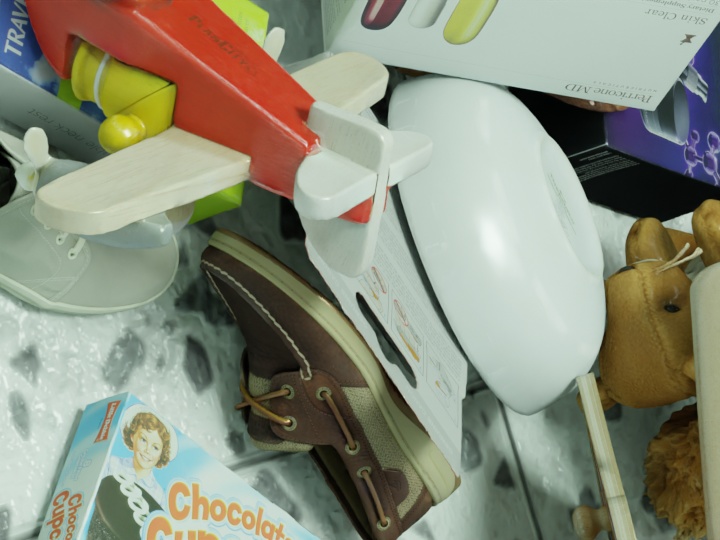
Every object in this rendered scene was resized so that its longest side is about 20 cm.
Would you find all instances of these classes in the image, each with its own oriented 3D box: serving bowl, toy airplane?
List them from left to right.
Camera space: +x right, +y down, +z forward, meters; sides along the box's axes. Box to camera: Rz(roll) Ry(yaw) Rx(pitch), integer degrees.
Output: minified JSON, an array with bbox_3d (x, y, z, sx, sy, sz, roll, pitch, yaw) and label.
[{"bbox_3d":[-0.069,-0.062,1.377,0.200,0.141,0.199,16,38,-24],"label":"toy airplane"},{"bbox_3d":[0.088,-0.024,1.605,0.200,0.066,0.200,55,22,-36],"label":"serving bowl"}]

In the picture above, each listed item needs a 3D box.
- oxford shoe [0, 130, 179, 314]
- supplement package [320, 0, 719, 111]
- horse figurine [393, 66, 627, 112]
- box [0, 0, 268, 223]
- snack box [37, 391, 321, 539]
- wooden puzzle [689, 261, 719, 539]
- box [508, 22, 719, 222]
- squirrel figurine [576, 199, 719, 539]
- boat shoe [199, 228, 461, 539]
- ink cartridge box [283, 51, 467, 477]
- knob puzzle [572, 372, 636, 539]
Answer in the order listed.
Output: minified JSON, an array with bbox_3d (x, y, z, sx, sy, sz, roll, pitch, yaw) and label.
[{"bbox_3d":[-0.157,-0.029,1.400,0.200,0.058,0.075,24,57,-43],"label":"oxford shoe"},{"bbox_3d":[0.086,-0.193,1.589,0.200,0.111,0.156,8,56,-17],"label":"supplement package"},{"bbox_3d":[0.066,-0.152,1.666,0.200,0.050,0.133,-1,77,-23],"label":"horse figurine"},{"bbox_3d":[-0.136,-0.119,1.463,0.200,0.048,0.122,30,56,-39],"label":"box"},{"bbox_3d":[-0.074,0.162,1.439,0.200,0.037,0.116,40,50,-32],"label":"snack box"},{"bbox_3d":[0.257,0.052,1.659,0.200,0.037,0.185,-25,117,-40],"label":"wooden puzzle"},{"bbox_3d":[0.161,-0.145,1.778,0.141,0.079,0.200,17,65,-46],"label":"box"},{"bbox_3d":[0.212,0.058,1.707,0.187,0.142,0.200,-25,103,-56],"label":"squirrel figurine"},{"bbox_3d":[-0.028,0.066,1.494,0.072,0.072,0.200,-44,121,-13],"label":"boat shoe"},{"bbox_3d":[0.000,0.000,1.510,0.161,0.050,0.200,56,23,-27],"label":"ink cartridge box"},{"bbox_3d":[0.142,0.187,1.582,0.220,0.030,0.220,-13,90,-88],"label":"knob puzzle"}]
